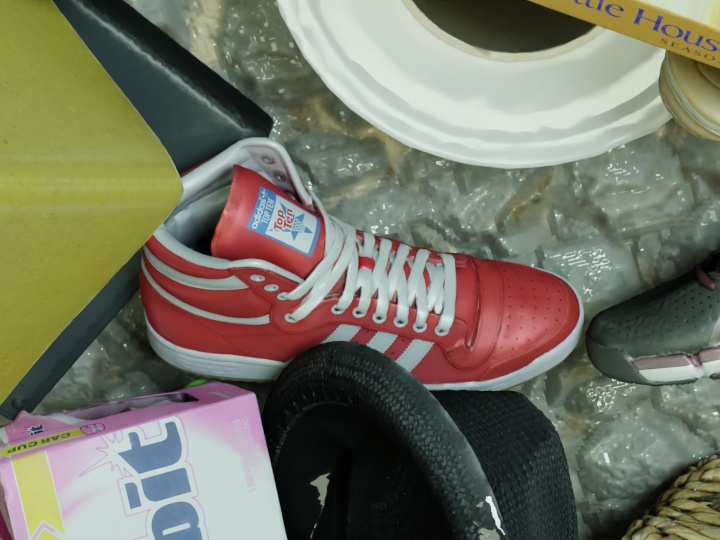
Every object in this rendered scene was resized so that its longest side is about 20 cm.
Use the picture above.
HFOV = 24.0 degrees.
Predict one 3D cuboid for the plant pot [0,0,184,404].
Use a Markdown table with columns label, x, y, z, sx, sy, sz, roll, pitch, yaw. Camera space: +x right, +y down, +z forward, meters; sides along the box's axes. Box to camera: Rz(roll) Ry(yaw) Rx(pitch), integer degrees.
| label | x | y | z | sx | sy | sz | roll | pitch | yaw |
| --- | --- | --- | --- | --- | --- | --- | --- | --- | --- |
| plant pot | -0.233 | -0.036 | 0.649 | 0.196 | 0.200 | 0.194 | -46 | 71 | 24 |

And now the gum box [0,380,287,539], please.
| label | x | y | z | sx | sy | sz | roll | pitch | yaw |
| --- | --- | --- | --- | --- | --- | --- | --- | --- | --- |
| gum box | -0.089 | 0.149 | 0.739 | 0.113 | 0.066 | 0.200 | -14 | 96 | -21 |

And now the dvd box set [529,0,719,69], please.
| label | x | y | z | sx | sy | sz | roll | pitch | yaw |
| --- | --- | --- | --- | --- | --- | --- | --- | --- | --- |
| dvd box set | 0.132 | -0.138 | 0.565 | 0.200 | 0.029 | 0.146 | 21 | 73 | 6 |

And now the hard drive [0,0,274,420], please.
| label | x | y | z | sx | sy | sz | roll | pitch | yaw |
| --- | --- | --- | --- | --- | --- | --- | --- | --- | --- |
| hard drive | -0.155 | -0.037 | 0.775 | 0.140 | 0.033 | 0.200 | 38 | 115 | -13 |

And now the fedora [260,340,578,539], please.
| label | x | y | z | sx | sy | sz | roll | pitch | yaw |
| --- | --- | --- | --- | --- | --- | --- | --- | --- | --- |
| fedora | 0.034 | 0.113 | 0.734 | 0.092 | 0.201 | 0.201 | -18 | 123 | -32 |

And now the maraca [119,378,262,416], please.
| label | x | y | z | sx | sy | sz | roll | pitch | yaw |
| --- | --- | --- | --- | --- | --- | --- | --- | --- | --- |
| maraca | -0.101 | 0.141 | 0.822 | 0.137 | 0.107 | 0.200 | 22 | 110 | -28 |

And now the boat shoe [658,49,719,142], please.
| label | x | y | z | sx | sy | sz | roll | pitch | yaw |
| --- | --- | --- | --- | --- | --- | --- | --- | --- | --- |
| boat shoe | 0.191 | -0.085 | 0.650 | 0.200 | 0.069 | 0.074 | -19 | 75 | -24 |

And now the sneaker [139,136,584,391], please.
| label | x | y | z | sx | sy | sz | roll | pitch | yaw |
| --- | --- | --- | --- | --- | --- | --- | --- | --- | --- |
| sneaker | 0.000 | 0.000 | 0.734 | 0.200 | 0.071 | 0.112 | 0 | 145 | 2 |

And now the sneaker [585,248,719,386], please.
| label | x | y | z | sx | sy | sz | roll | pitch | yaw |
| --- | --- | --- | --- | --- | --- | --- | --- | --- | --- |
| sneaker | 0.184 | -0.029 | 0.732 | 0.200 | 0.076 | 0.116 | -17 | 110 | 2 |

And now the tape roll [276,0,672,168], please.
| label | x | y | z | sx | sy | sz | roll | pitch | yaw |
| --- | --- | --- | --- | --- | --- | --- | --- | --- | --- |
| tape roll | 0.062 | -0.145 | 0.678 | 0.202 | 0.071 | 0.202 | 3 | 118 | 5 |

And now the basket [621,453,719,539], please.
| label | x | y | z | sx | sy | sz | roll | pitch | yaw |
| --- | --- | --- | --- | --- | --- | --- | --- | --- | --- |
| basket | 0.210 | 0.181 | 0.836 | 0.143 | 0.149 | 0.200 | 12 | 124 | 38 |
